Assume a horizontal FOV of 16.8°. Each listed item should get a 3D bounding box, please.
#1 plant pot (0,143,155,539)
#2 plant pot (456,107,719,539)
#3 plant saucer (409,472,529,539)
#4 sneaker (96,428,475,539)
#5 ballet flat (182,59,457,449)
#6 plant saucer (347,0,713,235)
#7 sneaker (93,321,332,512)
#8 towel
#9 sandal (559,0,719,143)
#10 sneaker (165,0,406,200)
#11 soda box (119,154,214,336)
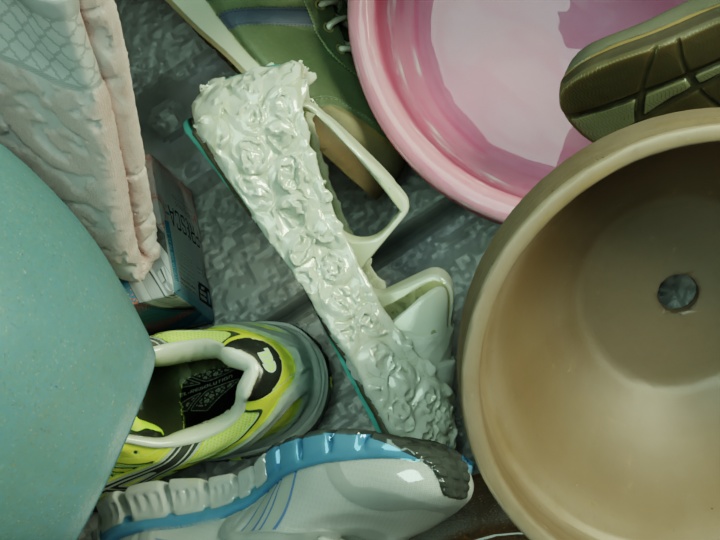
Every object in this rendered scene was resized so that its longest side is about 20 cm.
[{"bbox_3d":[-0.160,0.047,0.957,0.134,0.200,0.201,26,84,-8],"label":"plant pot"},{"bbox_3d":[0.136,0.024,0.978,0.200,0.093,0.202,-1,110,-3],"label":"plant pot"},{"bbox_3d":[0.069,0.178,1.009,0.200,0.037,0.201,-3,78,13],"label":"plant saucer"},{"bbox_3d":[-0.031,0.122,0.994,0.200,0.075,0.087,-23,57,41],"label":"sneaker"},{"bbox_3d":[0.000,0.000,1.019,0.072,0.072,0.200,-30,98,5],"label":"ballet flat"},{"bbox_3d":[0.095,-0.111,1.049,0.200,0.051,0.201,-1,81,5],"label":"plant saucer"},{"bbox_3d":[-0.115,0.063,1.058,0.199,0.076,0.076,-22,75,11],"label":"sneaker"},{"bbox_3d":[-0.177,-0.091,0.989,0.200,0.191,0.032,26,60,19],"label":"towel"},{"bbox_3d":[0.174,-0.098,0.970,0.199,0.080,0.054,-13,44,23],"label":"sandal"},{"bbox_3d":[-0.033,-0.129,1.085,0.090,0.067,0.200,-46,70,4],"label":"sneaker"},{"bbox_3d":[-0.171,0.009,1.091,0.199,0.064,0.069,-14,74,11],"label":"soda box"}]
